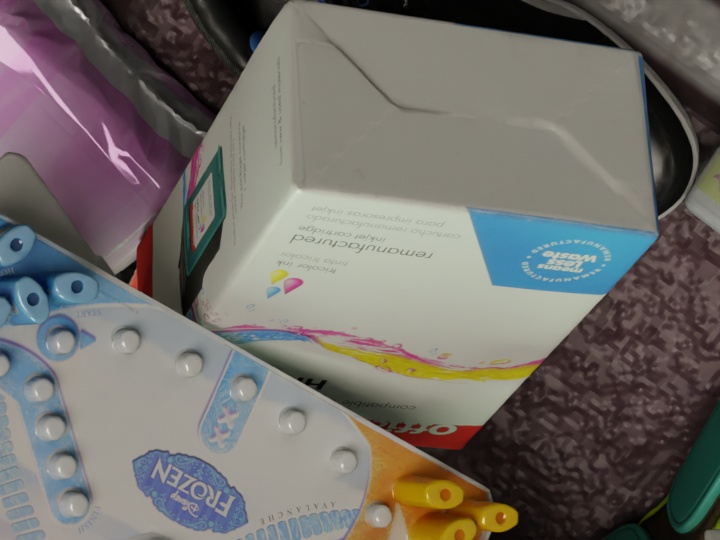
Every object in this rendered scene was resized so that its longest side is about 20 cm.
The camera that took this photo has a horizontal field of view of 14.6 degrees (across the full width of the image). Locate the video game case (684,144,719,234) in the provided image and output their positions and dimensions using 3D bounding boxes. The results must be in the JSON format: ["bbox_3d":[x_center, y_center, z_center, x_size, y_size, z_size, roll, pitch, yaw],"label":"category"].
[{"bbox_3d":[0.230,-0.036,0.888,0.200,0.022,0.182,39,110,18],"label":"video game case"}]

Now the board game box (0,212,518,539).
[{"bbox_3d":[-0.067,0.114,0.817,0.200,0.026,0.200,31,73,-25],"label":"board game box"}]

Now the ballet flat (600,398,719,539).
[{"bbox_3d":[0.123,0.103,0.981,0.067,0.067,0.200,30,112,-16],"label":"ballet flat"}]

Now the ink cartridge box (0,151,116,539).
[{"bbox_3d":[-0.102,0.077,0.864,0.068,0.115,0.200,-8,121,51],"label":"ink cartridge box"}]

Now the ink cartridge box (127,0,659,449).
[{"bbox_3d":[0.000,0.000,0.889,0.116,0.067,0.200,7,151,-18],"label":"ink cartridge box"}]

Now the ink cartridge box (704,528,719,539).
[{"bbox_3d":[0.175,0.138,0.935,0.200,0.067,0.117,-6,135,-4],"label":"ink cartridge box"}]

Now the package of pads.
[{"bbox_3d":[-0.152,-0.020,0.974,0.200,0.076,0.121,-39,101,21],"label":"package of pads"}]

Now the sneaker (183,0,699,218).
[{"bbox_3d":[0.018,-0.063,0.909,0.200,0.112,0.073,34,112,-3],"label":"sneaker"}]
